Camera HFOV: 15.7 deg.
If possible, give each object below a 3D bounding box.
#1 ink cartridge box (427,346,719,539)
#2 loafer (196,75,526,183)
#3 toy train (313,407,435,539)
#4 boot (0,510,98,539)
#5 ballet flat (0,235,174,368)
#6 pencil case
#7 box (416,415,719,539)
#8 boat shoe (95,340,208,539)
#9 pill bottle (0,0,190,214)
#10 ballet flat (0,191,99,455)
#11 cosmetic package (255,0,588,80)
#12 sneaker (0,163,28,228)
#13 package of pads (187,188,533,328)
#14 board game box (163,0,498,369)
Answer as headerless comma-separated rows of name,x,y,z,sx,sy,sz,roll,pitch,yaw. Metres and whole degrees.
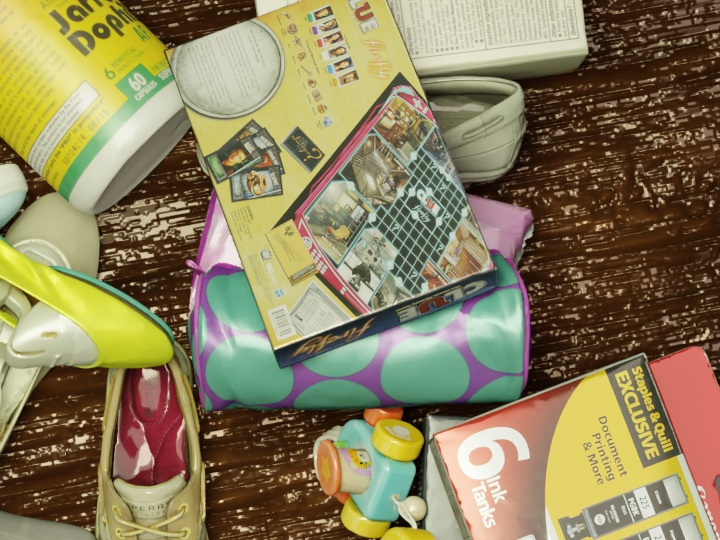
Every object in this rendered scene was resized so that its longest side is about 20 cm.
ink cartridge box,0.154,0.157,1.486,0.175,0.084,0.200,-21,84,-3
loafer,0.002,-0.087,1.558,0.199,0.070,0.070,-6,51,-15
toy train,-0.010,0.176,1.549,0.055,0.150,0.201,6,66,-31
boot,-0.256,0.144,1.551,0.199,0.132,0.070,1,46,2
ballet flat,-0.208,0.018,1.542,0.200,0.067,0.067,32,57,-4
pencil case,-0.001,0.035,1.526,0.199,0.085,0.093,-3,82,1
box,0.130,0.184,1.577,0.199,0.104,0.183,2,83,-1
boat shoe,-0.131,0.137,1.597,0.074,0.066,0.201,-6,84,-1
pill bottle,-0.201,-0.139,1.601,0.200,0.113,0.113,44,85,4
ballet flat,-0.215,0.043,1.606,0.069,0.069,0.200,22,84,1
cosmetic package,0.034,-0.164,1.619,0.199,0.087,0.104,-6,86,-2
sneaker,-0.271,0.019,1.608,0.200,0.074,0.082,-40,86,7
package of pads,0.000,0.000,1.608,0.199,0.076,0.121,13,83,1
board game box,-0.018,-0.059,1.496,0.135,0.035,0.200,-20,69,-2
